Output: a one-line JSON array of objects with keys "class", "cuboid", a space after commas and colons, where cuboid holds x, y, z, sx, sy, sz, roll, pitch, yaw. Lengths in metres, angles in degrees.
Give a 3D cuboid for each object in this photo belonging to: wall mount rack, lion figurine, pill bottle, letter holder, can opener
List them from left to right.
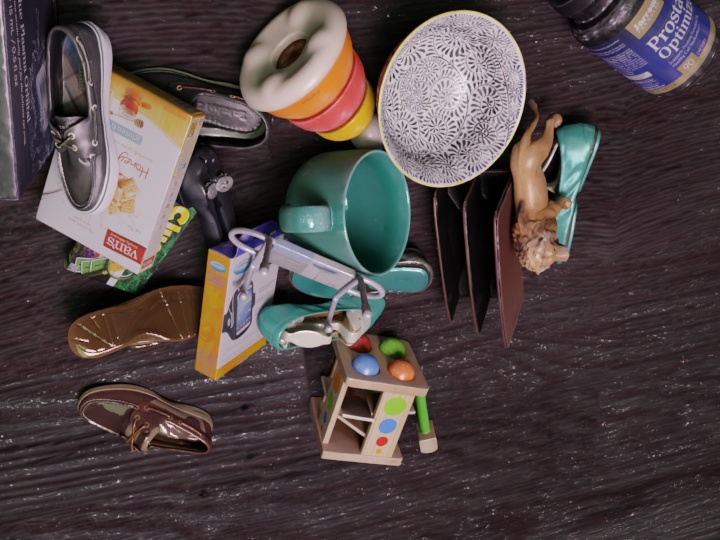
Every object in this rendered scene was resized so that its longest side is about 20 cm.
[{"class": "can opener", "cuboid": [-0.182, -0.071, 0.870, 0.063, 0.078, 0.201, -49, 147, -27]}, {"class": "wall mount rack", "cuboid": [-0.060, 0.014, 0.786, 0.198, 0.174, 0.075, 22, 70, -12]}, {"class": "letter holder", "cuboid": [0.154, -0.013, 0.932, 0.099, 0.143, 0.202, 1, 123, 21]}, {"class": "lion figurine", "cuboid": [0.217, -0.105, 0.880, 0.072, 0.122, 0.202, -8, 107, 40]}, {"class": "pill bottle", "cuboid": [0.328, -0.305, 0.849, 0.198, 0.112, 0.112, 24, 110, -24]}]

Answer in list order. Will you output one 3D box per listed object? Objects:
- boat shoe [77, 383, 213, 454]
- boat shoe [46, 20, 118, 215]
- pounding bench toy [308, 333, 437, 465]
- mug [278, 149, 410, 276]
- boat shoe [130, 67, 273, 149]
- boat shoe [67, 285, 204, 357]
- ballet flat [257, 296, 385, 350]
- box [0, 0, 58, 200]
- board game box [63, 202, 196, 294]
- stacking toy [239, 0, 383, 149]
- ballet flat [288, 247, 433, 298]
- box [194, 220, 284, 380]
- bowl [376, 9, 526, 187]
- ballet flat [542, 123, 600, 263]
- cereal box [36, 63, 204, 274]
[{"class": "boat shoe", "cuboid": [-0.306, 0.223, 1.006, 0.198, 0.072, 0.073, 23, 111, -23]}, {"class": "boat shoe", "cuboid": [-0.298, -0.156, 0.733, 0.068, 0.057, 0.203, 9, 106, 15]}, {"class": "pounding bench toy", "cuboid": [0.044, 0.184, 1.039, 0.198, 0.125, 0.158, 11, 115, -19]}, {"class": "mug", "cuboid": [-0.030, -0.078, 0.858, 0.185, 0.113, 0.154, 42, 59, -49]}, {"class": "boat shoe", "cuboid": [-0.201, -0.186, 0.814, 0.199, 0.063, 0.074, 6, 123, -10]}, {"class": "boat shoe", "cuboid": [-0.284, 0.066, 0.927, 0.198, 0.072, 0.073, -17, 94, -27]}, {"class": "ballet flat", "cuboid": [-0.043, 0.078, 0.965, 0.198, 0.071, 0.068, -5, 128, -29]}, {"class": "box", "cuboid": [-0.374, -0.201, 0.686, 0.116, 0.201, 0.199, 3, 118, -12]}, {"class": "board game box", "cuboid": [-0.271, -0.064, 0.874, 0.104, 0.024, 0.201, 24, 111, -44]}, {"class": "stacking toy", "cuboid": [-0.033, -0.201, 0.830, 0.146, 0.147, 0.200, -40, 137, 10]}, {"class": "ballet flat", "cuboid": [0.000, 0.000, 0.966, 0.197, 0.064, 0.068, 0, 121, -7]}, {"class": "box", "cuboid": [-0.156, 0.029, 0.914, 0.041, 0.119, 0.202, 21, 116, 20]}, {"class": "bowl", "cuboid": [0.092, -0.211, 0.844, 0.198, 0.094, 0.203, -11, 118, -21]}, {"class": "ballet flat", "cuboid": [0.273, -0.108, 0.969, 0.069, 0.068, 0.202, 10, 119, 9]}, {"class": "cereal box", "cuboid": [-0.273, -0.116, 0.790, 0.143, 0.040, 0.202, 27, 110, 5]}]
